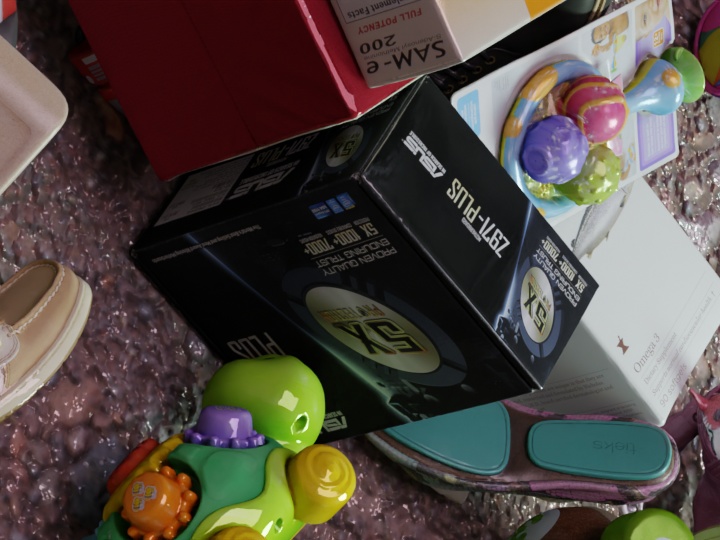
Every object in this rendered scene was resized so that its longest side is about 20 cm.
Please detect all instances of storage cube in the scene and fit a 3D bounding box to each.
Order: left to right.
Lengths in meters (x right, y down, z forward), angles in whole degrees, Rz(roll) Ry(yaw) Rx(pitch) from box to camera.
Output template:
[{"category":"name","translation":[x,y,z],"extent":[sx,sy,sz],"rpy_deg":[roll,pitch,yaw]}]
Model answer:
[{"category":"storage cube","translation":[-0.041,-0.177,1.543],"extent":[0.200,0.171,0.180],"rpy_deg":[-35,103,-42]}]

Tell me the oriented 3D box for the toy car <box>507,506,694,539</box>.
[{"category":"toy car","translation":[0.072,0.217,1.631],"extent":[0.200,0.164,0.158],"rpy_deg":[0,78,-30]}]

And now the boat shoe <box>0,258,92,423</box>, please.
[{"category":"boat shoe","translation":[-0.214,0.049,1.455],"extent":[0.200,0.074,0.069],"rpy_deg":[-50,118,-38]}]

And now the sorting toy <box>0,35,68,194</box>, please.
[{"category":"sorting toy","translation":[-0.273,-0.070,1.399],"extent":[0.185,0.036,0.200],"rpy_deg":[43,79,-10]}]

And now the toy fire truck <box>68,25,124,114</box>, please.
[{"category":"toy fire truck","translation":[-0.071,-0.140,1.658],"extent":[0.141,0.049,0.200],"rpy_deg":[49,50,-21]}]

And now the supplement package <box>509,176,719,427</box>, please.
[{"category":"supplement package","translation":[0.113,-0.005,1.746],"extent":[0.200,0.117,0.117],"rpy_deg":[50,52,-21]}]

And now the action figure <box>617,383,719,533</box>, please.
[{"category":"action figure","translation":[0.250,0.123,1.788],"extent":[0.149,0.134,0.200],"rpy_deg":[-51,145,-25]}]

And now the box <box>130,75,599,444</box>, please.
[{"category":"box","translation":[0.000,0.000,1.581],"extent":[0.164,0.200,0.086],"rpy_deg":[50,50,-22]}]

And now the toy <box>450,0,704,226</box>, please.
[{"category":"toy","translation":[0.134,-0.080,1.643],"extent":[0.200,0.047,0.115],"rpy_deg":[-32,126,-41]}]

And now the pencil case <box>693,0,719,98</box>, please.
[{"category":"pencil case","translation":[0.325,-0.139,2.007],"extent":[0.200,0.088,0.088],"rpy_deg":[13,70,-40]}]

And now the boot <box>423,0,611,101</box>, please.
[{"category":"boot","translation":[0.053,-0.122,1.667],"extent":[0.077,0.200,0.138],"rpy_deg":[52,51,0]}]

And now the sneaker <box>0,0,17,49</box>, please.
[{"category":"sneaker","translation":[-0.244,-0.173,1.470],"extent":[0.108,0.067,0.202],"rpy_deg":[9,55,-34]}]

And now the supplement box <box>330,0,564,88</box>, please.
[{"category":"supplement box","translation":[0.026,-0.210,1.446],"extent":[0.126,0.073,0.200],"rpy_deg":[-34,104,-41]}]

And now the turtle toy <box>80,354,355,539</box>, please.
[{"category":"turtle toy","translation":[-0.077,0.123,1.533],"extent":[0.101,0.146,0.200],"rpy_deg":[44,49,2]}]

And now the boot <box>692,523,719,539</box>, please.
[{"category":"boot","translation":[0.206,0.242,1.676],"extent":[0.073,0.200,0.156],"rpy_deg":[17,59,-18]}]

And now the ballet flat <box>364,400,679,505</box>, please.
[{"category":"ballet flat","translation":[0.090,0.112,1.709],"extent":[0.200,0.071,0.069],"rpy_deg":[9,55,-4]}]
